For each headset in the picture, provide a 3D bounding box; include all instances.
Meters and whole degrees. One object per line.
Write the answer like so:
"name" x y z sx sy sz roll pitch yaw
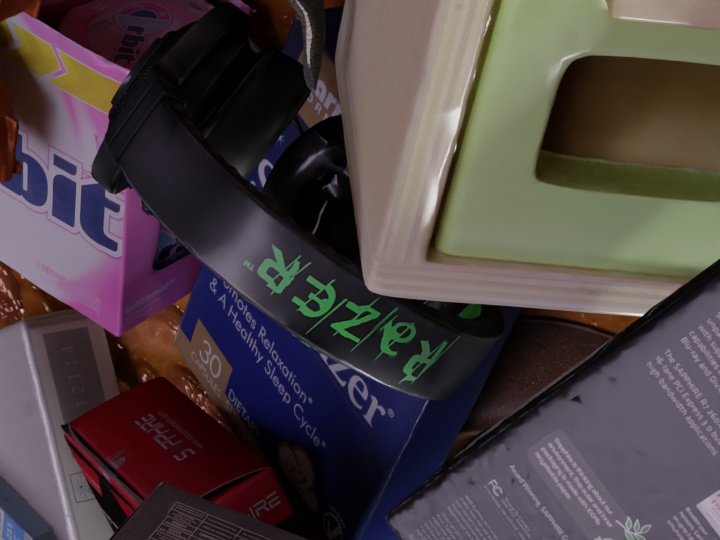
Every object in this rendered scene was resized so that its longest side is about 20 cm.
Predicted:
"headset" -0.030 -0.018 0.737 0.123 0.200 0.094 32 106 -23

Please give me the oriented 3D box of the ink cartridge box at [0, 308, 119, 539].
"ink cartridge box" -0.148 0.132 1.029 0.176 0.045 0.200 -21 82 48

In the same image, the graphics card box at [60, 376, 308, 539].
"graphics card box" -0.034 0.145 0.914 0.125 0.051 0.200 28 144 64

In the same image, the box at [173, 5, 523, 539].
"box" 0.000 0.000 0.827 0.121 0.032 0.200 54 139 29

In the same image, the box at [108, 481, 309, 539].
"box" 0.013 0.168 0.782 0.200 0.048 0.159 19 135 22

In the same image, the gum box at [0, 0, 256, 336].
"gum box" -0.128 -0.073 0.902 0.200 0.066 0.114 31 134 27

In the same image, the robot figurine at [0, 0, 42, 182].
"robot figurine" -0.189 -0.117 0.835 0.200 0.058 0.145 36 133 22

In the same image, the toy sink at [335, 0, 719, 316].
"toy sink" 0.077 -0.092 0.616 0.130 0.112 0.200 5 131 -11

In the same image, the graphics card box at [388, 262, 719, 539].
"graphics card box" 0.118 0.053 0.603 0.200 0.051 0.126 -40 87 29

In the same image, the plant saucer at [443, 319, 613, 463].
"plant saucer" 0.078 0.113 0.851 0.200 0.034 0.201 24 129 33

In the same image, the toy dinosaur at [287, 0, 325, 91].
"toy dinosaur" -0.074 -0.134 0.687 0.077 0.102 0.200 -18 93 56
